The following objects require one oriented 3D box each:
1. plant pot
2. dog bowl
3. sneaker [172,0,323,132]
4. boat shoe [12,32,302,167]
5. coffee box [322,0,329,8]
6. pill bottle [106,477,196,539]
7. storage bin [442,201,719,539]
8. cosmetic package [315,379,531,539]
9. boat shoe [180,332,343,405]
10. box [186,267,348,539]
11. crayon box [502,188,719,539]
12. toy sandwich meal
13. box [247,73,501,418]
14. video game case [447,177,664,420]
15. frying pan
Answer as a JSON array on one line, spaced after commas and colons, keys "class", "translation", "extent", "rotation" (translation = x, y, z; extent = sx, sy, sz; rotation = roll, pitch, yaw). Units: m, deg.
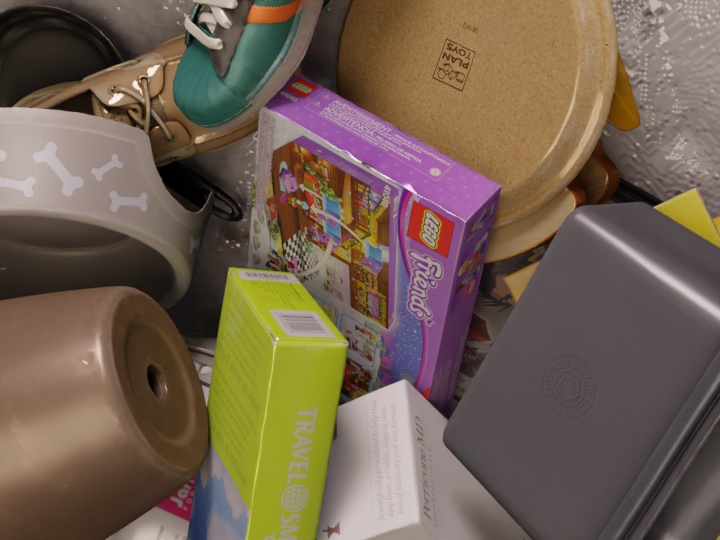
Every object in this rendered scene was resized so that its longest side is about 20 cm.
[{"class": "plant pot", "translation": [-0.185, 0.090, 0.899], "extent": [0.174, 0.200, 0.201], "rotation": [-21, 103, 16]}, {"class": "dog bowl", "translation": [-0.186, -0.023, 0.943], "extent": [0.200, 0.200, 0.059], "rotation": [-9, 64, 18]}, {"class": "sneaker", "translation": [-0.054, -0.170, 0.840], "extent": [0.071, 0.080, 0.200], "rotation": [43, 106, 42]}, {"class": "boat shoe", "translation": [-0.129, -0.088, 0.934], "extent": [0.200, 0.065, 0.071], "rotation": [-16, 107, 23]}, {"class": "coffee box", "translation": [-0.021, -0.236, 0.895], "extent": [0.123, 0.044, 0.200], "rotation": [46, 115, -4]}, {"class": "pill bottle", "translation": [-0.093, 0.176, 1.030], "extent": [0.200, 0.113, 0.114], "rotation": [22, 114, 6]}, {"class": "storage bin", "translation": [0.146, 0.063, 0.840], "extent": [0.134, 0.145, 0.200], "rotation": [41, 117, 27]}, {"class": "cosmetic package", "translation": [0.052, 0.162, 0.947], "extent": [0.074, 0.102, 0.200], "rotation": [-23, 135, 21]}, {"class": "boat shoe", "translation": [-0.102, 0.071, 1.000], "extent": [0.200, 0.066, 0.072], "rotation": [18, 135, 5]}, {"class": "box", "translation": [-0.057, 0.112, 0.894], "extent": [0.048, 0.122, 0.201], "rotation": [4, 107, -19]}, {"class": "crayon box", "translation": [0.184, 0.057, 0.918], "extent": [0.127, 0.051, 0.200], "rotation": [-25, 102, 21]}, {"class": "toy sandwich meal", "translation": [0.073, -0.107, 0.901], "extent": [0.205, 0.070, 0.206], "rotation": [1, 91, 37]}, {"class": "box", "translation": [0.000, 0.000, 0.922], "extent": [0.137, 0.039, 0.200], "rotation": [31, 140, 20]}, {"class": "video game case", "translation": [0.137, 0.046, 0.967], "extent": [0.180, 0.026, 0.200], "rotation": [30, 115, 3]}, {"class": "frying pan", "translation": [-0.156, -0.103, 0.989], "extent": [0.190, 0.031, 0.115], "rotation": [11, 114, 8]}]
